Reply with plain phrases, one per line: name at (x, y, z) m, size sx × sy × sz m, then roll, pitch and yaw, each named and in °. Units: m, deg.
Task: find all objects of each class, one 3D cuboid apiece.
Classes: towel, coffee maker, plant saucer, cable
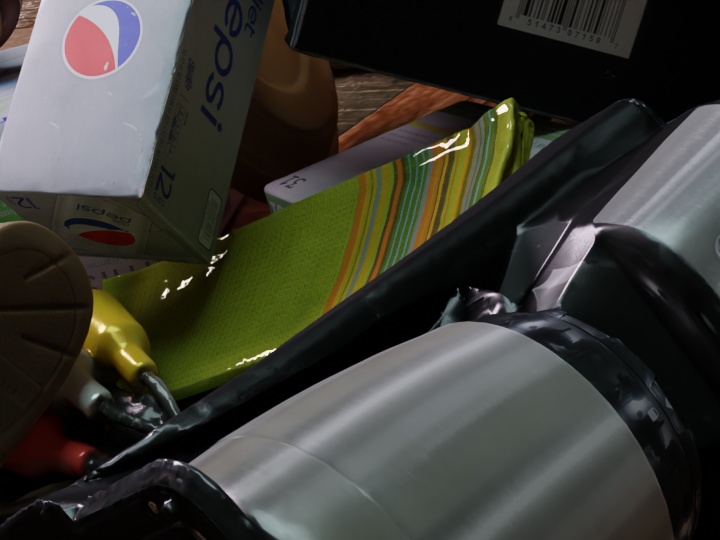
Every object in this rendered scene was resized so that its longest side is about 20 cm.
towel at (-0.028, 0.003, 0.702) m, size 0.199 × 0.018 × 0.086 m, roll -22°, pitch 32°, yaw 30°
coffee maker at (0.016, 0.050, 0.477) m, size 0.200 × 0.135 × 0.192 m, roll -33°, pitch 25°, yaw -35°
plant saucer at (-0.069, -0.124, 0.881) m, size 0.032 × 0.201 × 0.200 m, roll -31°, pitch 16°, yaw 21°
cable at (-0.073, 0.057, 0.640) m, size 0.200 × 0.050 × 0.097 m, roll 12°, pitch 53°, yaw 49°

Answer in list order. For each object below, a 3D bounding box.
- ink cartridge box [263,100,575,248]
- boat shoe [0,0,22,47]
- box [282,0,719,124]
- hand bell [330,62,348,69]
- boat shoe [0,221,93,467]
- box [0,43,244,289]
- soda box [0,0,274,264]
ink cartridge box at (0.000, 0.000, 0.736) m, size 0.199 × 0.048 × 0.145 m, roll -24°, pitch 22°, yaw -22°
boat shoe at (-0.236, -0.124, 0.936) m, size 0.199 × 0.071 × 0.070 m, roll -4°, pitch 28°, yaw 33°
box at (0.071, -0.138, 0.814) m, size 0.199 × 0.105 × 0.182 m, roll 13°, pitch 18°, yaw -11°
hand bell at (0.063, -0.149, 1.022) m, size 0.199 × 0.104 × 0.104 m, roll -19°, pitch 18°, yaw 31°
boat shoe at (-0.162, 0.069, 0.630) m, size 0.064 × 0.071 × 0.200 m, roll -5°, pitch 41°, yaw 48°
box at (-0.166, -0.034, 0.889) m, size 0.199 × 0.097 × 0.177 m, roll -12°, pitch 20°, yaw 15°
soda box at (-0.076, -0.106, 0.746) m, size 0.068 × 0.063 × 0.201 m, roll 3°, pitch 69°, yaw 23°
